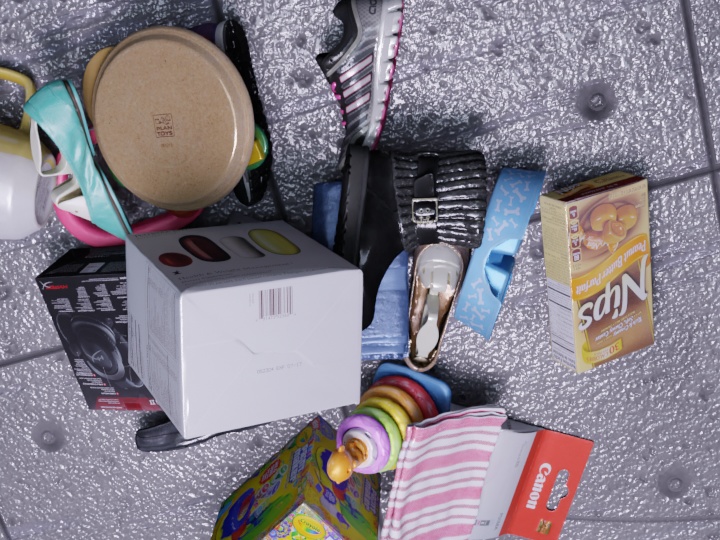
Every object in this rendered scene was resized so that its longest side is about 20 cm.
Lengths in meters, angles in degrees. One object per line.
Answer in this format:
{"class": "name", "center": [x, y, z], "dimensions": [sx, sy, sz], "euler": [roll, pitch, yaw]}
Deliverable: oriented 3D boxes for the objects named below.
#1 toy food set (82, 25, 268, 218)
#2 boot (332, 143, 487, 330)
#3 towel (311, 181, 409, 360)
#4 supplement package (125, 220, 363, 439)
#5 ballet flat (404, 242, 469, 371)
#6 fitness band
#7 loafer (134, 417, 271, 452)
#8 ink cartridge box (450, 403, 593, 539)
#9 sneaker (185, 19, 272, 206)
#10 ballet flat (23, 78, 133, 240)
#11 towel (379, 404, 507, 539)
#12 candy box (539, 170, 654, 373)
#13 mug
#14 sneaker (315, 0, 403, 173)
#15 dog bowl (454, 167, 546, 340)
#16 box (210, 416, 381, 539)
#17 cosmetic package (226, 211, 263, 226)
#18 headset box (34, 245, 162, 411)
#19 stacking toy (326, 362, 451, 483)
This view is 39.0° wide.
{"class": "toy food set", "center": [-0.200, -0.157, 1.081], "dimensions": [0.197, 0.049, 0.201], "euler": [-18, 101, 22]}
{"class": "boot", "center": [0.053, -0.028, 1.076], "dimensions": [0.155, 0.079, 0.215], "euler": [6, 98, -9]}
{"class": "towel", "center": [0.000, 0.000, 1.138], "dimensions": [0.109, 0.049, 0.204], "euler": [-1, 93, -4]}
{"class": "supplement package", "center": [-0.125, 0.049, 1.041], "dimensions": [0.188, 0.199, 0.150], "euler": [-7, 110, -27]}
{"class": "ballet flat", "center": [0.088, 0.028, 1.183], "dimensions": [0.067, 0.067, 0.204], "euler": [8, 110, -1]}
{"class": "fitness band", "center": [-0.263, -0.105, 1.169], "dimensions": [0.197, 0.038, 0.146], "euler": [-17, 111, 9]}
{"class": "loafer", "center": [-0.189, 0.173, 1.253], "dimensions": [0.197, 0.068, 0.072], "euler": [-18, 90, 11]}
{"class": "ink cartridge box", "center": [0.178, 0.268, 1.277], "dimensions": [0.196, 0.057, 0.165], "euler": [16, 110, 1]}
{"class": "sneaker", "center": [-0.157, -0.171, 1.130], "dimensions": [0.086, 0.076, 0.204], "euler": [-5, 106, 19]}
{"class": "ballet flat", "center": [-0.309, -0.108, 1.093], "dimensions": [0.070, 0.067, 0.202], "euler": [-26, 129, -14]}
{"class": "towel", "center": [0.095, 0.256, 1.194], "dimensions": [0.144, 0.030, 0.203], "euler": [-6, 117, -37]}
{"class": "candy box", "center": [0.270, 0.001, 1.150], "dimensions": [0.114, 0.055, 0.204], "euler": [-17, 110, -21]}
{"class": "mug", "center": [-0.416, -0.118, 1.108], "dimensions": [0.150, 0.150, 0.190], "euler": [10, 111, -2]}
{"class": "sneaker", "center": [-0.010, -0.203, 1.103], "dimensions": [0.086, 0.074, 0.204], "euler": [12, 109, 2]}
{"class": "dog bowl", "center": [0.155, -0.022, 1.144], "dimensions": [0.049, 0.112, 0.203], "euler": [18, 110, 9]}
{"class": "box", "center": [-0.082, 0.320, 1.225], "dimensions": [0.192, 0.200, 0.122], "euler": [-43, 103, 15]}
{"class": "cosmetic package", "center": [-0.082, 0.037, 1.202], "dimensions": [0.197, 0.052, 0.153], "euler": [19, 111, -5]}
{"class": "headset box", "center": [-0.267, 0.077, 1.180], "dimensions": [0.146, 0.077, 0.203], "euler": [-3, 118, 26]}
{"class": "stacking toy", "center": [0.015, 0.194, 1.165], "dimensions": [0.108, 0.199, 0.118], "euler": [16, 111, 27]}
